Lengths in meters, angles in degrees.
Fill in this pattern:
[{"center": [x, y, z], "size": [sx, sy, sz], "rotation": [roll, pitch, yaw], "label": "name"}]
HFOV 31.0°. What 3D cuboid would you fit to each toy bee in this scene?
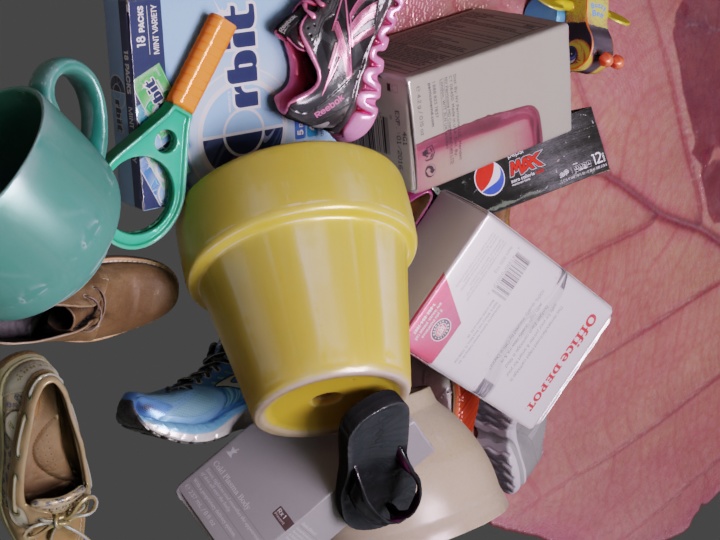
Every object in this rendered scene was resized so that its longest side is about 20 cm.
[{"center": [0.226, -0.241, 1.308], "size": [0.131, 0.109, 0.200], "rotation": [-24, 119, -34], "label": "toy bee"}]

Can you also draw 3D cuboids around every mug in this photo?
[{"center": [-0.239, -0.050, 0.946], "size": [0.185, 0.152, 0.114], "rotation": [-41, 129, 1], "label": "mug"}]

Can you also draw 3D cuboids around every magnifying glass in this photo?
[{"center": [-0.153, -0.110, 1.033], "size": [0.080, 0.022, 0.200], "rotation": [28, 85, -40], "label": "magnifying glass"}]

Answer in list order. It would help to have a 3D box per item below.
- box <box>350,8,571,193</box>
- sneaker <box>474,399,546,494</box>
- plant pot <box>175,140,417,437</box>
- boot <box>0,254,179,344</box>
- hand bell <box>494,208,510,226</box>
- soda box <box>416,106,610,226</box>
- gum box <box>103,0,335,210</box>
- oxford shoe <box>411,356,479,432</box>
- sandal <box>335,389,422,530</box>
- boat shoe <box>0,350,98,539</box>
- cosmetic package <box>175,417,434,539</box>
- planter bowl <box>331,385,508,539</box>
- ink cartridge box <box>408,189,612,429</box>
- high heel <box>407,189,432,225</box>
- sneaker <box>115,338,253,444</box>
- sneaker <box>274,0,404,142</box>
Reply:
[{"center": [0.082, -0.162, 1.200], "size": [0.200, 0.128, 0.109], "rotation": [-23, 119, -32], "label": "box"}, {"center": [0.165, 0.148, 1.426], "size": [0.082, 0.075, 0.200], "rotation": [-36, 137, -33], "label": "sneaker"}, {"center": [-0.042, 0.026, 1.067], "size": [0.201, 0.201, 0.189], "rotation": [15, 53, -42], "label": "plant pot"}, {"center": [-0.224, 0.033, 1.048], "size": [0.200, 0.075, 0.074], "rotation": [-7, 108, -39], "label": "boot"}, {"center": [0.148, -0.028, 1.350], "size": [0.104, 0.104, 0.200], "rotation": [-19, 103, -34], "label": "hand bell"}, {"center": [0.143, -0.100, 1.283], "size": [0.200, 0.063, 0.071], "rotation": [-21, 98, -22], "label": "soda box"}, {"center": [-0.112, -0.153, 1.096], "size": [0.200, 0.045, 0.170], "rotation": [-16, 114, -36], "label": "gum box"}, {"center": [0.081, 0.115, 1.342], "size": [0.071, 0.072, 0.200], "rotation": [-41, 135, -61], "label": "oxford shoe"}, {"center": [0.018, 0.173, 1.066], "size": [0.075, 0.048, 0.201], "rotation": [-30, 147, -14], "label": "sandal"}, {"center": [-0.261, 0.166, 1.071], "size": [0.073, 0.063, 0.200], "rotation": [-24, 120, -33], "label": "boat shoe"}, {"center": [-0.046, 0.174, 1.143], "size": [0.200, 0.107, 0.090], "rotation": [-43, 150, -3], "label": "cosmetic package"}, {"center": [0.027, 0.190, 1.255], "size": [0.200, 0.200, 0.135], "rotation": [-16, 88, -35], "label": "planter bowl"}, {"center": [0.121, 0.040, 1.228], "size": [0.200, 0.083, 0.147], "rotation": [34, 90, -35], "label": "ink cartridge box"}, {"center": [0.000, 0.000, 1.209], "size": [0.067, 0.096, 0.200], "rotation": [28, 86, -42], "label": "high heel"}, {"center": [-0.134, 0.099, 1.159], "size": [0.200, 0.078, 0.090], "rotation": [-8, 101, -47], "label": "sneaker"}, {"center": [-0.023, -0.210, 1.081], "size": [0.095, 0.079, 0.200], "rotation": [6, 98, -32], "label": "sneaker"}]
